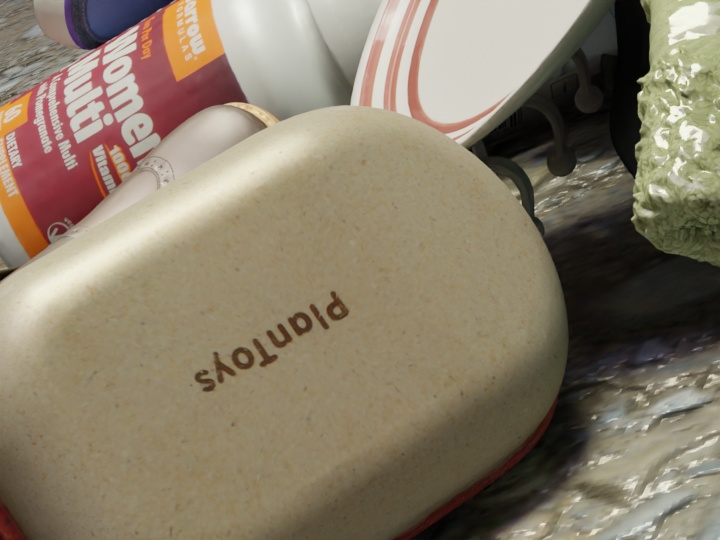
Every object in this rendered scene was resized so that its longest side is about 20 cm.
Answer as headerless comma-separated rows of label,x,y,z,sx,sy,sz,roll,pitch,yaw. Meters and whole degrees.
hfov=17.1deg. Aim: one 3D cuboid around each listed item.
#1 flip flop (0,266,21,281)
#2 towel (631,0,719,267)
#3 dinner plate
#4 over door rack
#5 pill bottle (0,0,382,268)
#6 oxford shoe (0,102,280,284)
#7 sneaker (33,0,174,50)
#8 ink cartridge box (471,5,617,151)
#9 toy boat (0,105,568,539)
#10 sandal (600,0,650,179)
flip flop,-0.122,0.019,0.894,0.200,0.058,0.081,-46,7,16
towel,0.174,-0.052,0.671,0.199,0.037,0.149,4,50,2
dinner plate,0.061,-0.115,0.834,0.200,0.024,0.201,-47,25,29
over door rack,0.000,0.000,0.905,0.200,0.067,0.148,-31,12,24
pill bottle,-0.059,-0.064,1.023,0.200,0.110,0.110,-29,15,17
oxford shoe,-0.091,0.021,0.801,0.071,0.073,0.200,29,79,26
sneaker,-0.035,-0.158,1.060,0.146,0.081,0.200,27,67,27
ink cartridge box,0.045,-0.159,1.107,0.160,0.201,0.047,-25,-19,-4
toy boat,-0.032,0.041,0.756,0.200,0.131,0.131,-30,-11,-23
sandal,0.111,-0.061,0.855,0.043,0.076,0.200,-47,5,25
